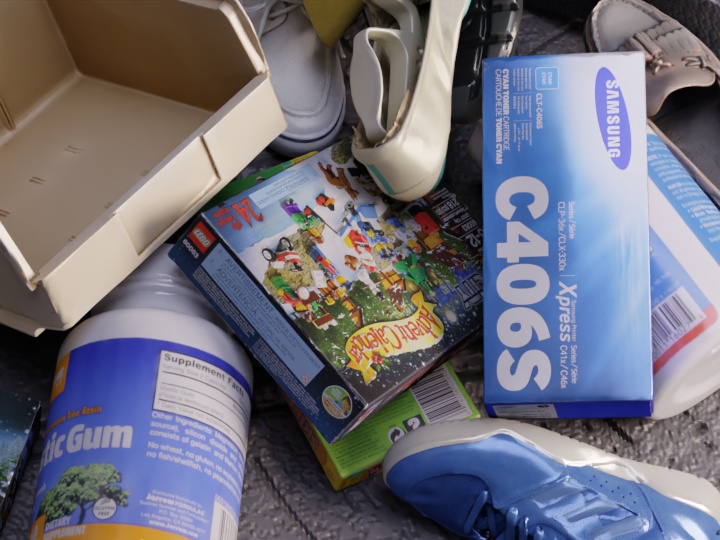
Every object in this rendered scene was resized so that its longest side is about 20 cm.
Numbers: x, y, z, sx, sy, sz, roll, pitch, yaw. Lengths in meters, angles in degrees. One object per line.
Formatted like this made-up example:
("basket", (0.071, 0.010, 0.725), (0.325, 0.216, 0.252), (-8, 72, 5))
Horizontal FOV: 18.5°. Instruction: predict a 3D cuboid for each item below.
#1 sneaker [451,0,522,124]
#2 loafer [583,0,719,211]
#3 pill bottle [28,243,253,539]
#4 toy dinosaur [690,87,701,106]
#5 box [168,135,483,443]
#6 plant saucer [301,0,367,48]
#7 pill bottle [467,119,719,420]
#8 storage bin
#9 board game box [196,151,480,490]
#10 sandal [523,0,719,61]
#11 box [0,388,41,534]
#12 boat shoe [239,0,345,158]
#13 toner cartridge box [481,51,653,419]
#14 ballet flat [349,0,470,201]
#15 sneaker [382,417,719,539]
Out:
("sneaker", (0.074, -0.173, 1.355), (0.075, 0.079, 0.202), (-7, 62, 21))
("loafer", (0.205, -0.093, 1.345), (0.072, 0.063, 0.201), (-33, 75, 0))
("pill bottle", (-0.116, 0.091, 1.201), (0.111, 0.112, 0.201), (7, 58, -6))
("toy dinosaur", (0.236, -0.062, 1.392), (0.087, 0.048, 0.201), (21, 62, -6))
("box", (0.000, 0.000, 1.250), (0.137, 0.038, 0.200), (48, 36, 7))
("plant saucer", (-0.013, -0.267, 1.352), (0.048, 0.201, 0.200), (-13, 25, 25))
("pill bottle", (0.154, -0.021, 1.313), (0.112, 0.113, 0.201), (-27, 68, -23))
("storage bin", (-0.178, -0.076, 1.247), (0.198, 0.094, 0.200), (18, 51, 41))
("board game box", (-0.018, 0.025, 1.306), (0.095, 0.030, 0.201), (-21, 69, -21))
("sandal", (0.172, -0.185, 1.418), (0.199, 0.076, 0.043), (24, 59, 14))
("box", (-0.289, 0.108, 1.204), (0.198, 0.038, 0.137), (17, 59, 0))
("boat shoe", (-0.047, -0.173, 1.380), (0.074, 0.086, 0.203), (-3, 61, -11))
("toner cartridge box", (0.115, -0.020, 1.236), (0.094, 0.043, 0.202), (-2, 75, 7))
("ballet flat", (0.026, -0.139, 1.268), (0.069, 0.070, 0.202), (8, 66, -5))
("sneaker", (0.106, 0.156, 1.223), (0.198, 0.077, 0.112), (15, 49, -9))
